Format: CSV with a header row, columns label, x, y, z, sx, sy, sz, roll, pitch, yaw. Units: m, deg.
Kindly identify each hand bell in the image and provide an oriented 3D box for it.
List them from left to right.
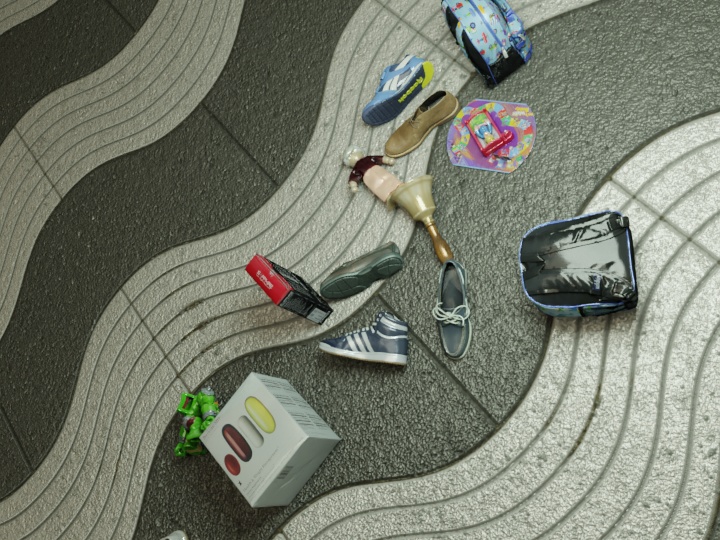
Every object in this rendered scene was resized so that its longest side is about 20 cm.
label,x,y,z,sx,sy,sz,roll,pitch,yaw
hand bell,0.151,-0.091,1.602,0.104,0.104,0.201,-30,75,17

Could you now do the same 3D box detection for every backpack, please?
label,x,y,z,sx,sy,sz,roll,pitch,yaw
backpack,0.260,-0.516,1.592,0.134,0.200,0.183,-33,62,15
backpack,0.402,-0.001,1.393,0.199,0.147,0.184,-7,73,22

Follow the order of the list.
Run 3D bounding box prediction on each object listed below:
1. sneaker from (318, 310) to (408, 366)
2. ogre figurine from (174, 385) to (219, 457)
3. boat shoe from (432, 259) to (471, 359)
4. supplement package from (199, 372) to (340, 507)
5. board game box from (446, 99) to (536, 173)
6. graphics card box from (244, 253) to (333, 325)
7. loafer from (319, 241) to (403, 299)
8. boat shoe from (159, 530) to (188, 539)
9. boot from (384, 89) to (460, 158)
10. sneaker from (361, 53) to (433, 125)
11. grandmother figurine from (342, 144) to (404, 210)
label,x,y,z,sx,sy,sz,roll,pitch,yaw
sneaker,0.010,0.137,1.604,0.199,0.070,0.109,6,83,22
ogre figurine,-0.372,0.342,1.722,0.097,0.200,0.121,5,57,-10
boat shoe,0.187,0.078,1.528,0.074,0.062,0.202,2,83,21
supplement package,-0.192,0.358,1.602,0.200,0.147,0.192,42,96,30
board game box,0.273,-0.297,1.611,0.199,0.039,0.159,14,82,30
graphics card box,-0.153,0.043,1.644,0.051,0.200,0.125,-50,60,6
loafer,0.000,0.000,1.663,0.199,0.072,0.063,-24,45,13
boat shoe,-0.477,0.664,1.707,0.200,0.069,0.071,-49,61,8
boot,0.124,-0.331,1.681,0.200,0.075,0.074,-38,64,18
sneaker,0.075,-0.417,1.738,0.200,0.074,0.082,-42,58,3
grandmother figurine,0.023,-0.218,1.715,0.121,0.061,0.200,-32,56,-15
